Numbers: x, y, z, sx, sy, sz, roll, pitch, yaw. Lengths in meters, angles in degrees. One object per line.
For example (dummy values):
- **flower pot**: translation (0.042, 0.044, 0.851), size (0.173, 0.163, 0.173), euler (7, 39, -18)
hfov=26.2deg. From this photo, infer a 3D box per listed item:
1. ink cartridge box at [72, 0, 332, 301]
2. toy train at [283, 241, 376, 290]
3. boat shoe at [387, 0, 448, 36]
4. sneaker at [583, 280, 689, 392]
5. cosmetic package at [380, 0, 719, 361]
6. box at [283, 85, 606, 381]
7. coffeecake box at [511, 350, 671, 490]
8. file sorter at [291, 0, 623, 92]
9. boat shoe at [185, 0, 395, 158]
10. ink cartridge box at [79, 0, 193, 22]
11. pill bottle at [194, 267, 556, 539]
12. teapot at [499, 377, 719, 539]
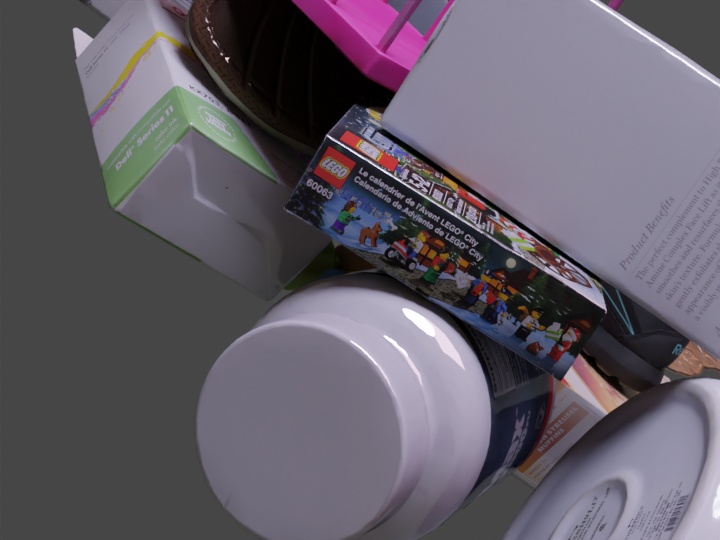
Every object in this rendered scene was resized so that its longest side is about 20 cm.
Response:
- **ink cartridge box**: translation (-0.092, -0.086, 0.879), size (0.117, 0.067, 0.200), euler (32, 21, -35)
- **toy train**: translation (0.000, 0.000, 0.904), size (0.115, 0.085, 0.200), euler (14, 26, -29)
- **boat shoe**: translation (0.033, -0.105, 0.992), size (0.068, 0.073, 0.200), euler (39, -22, 53)
- **sneaker**: translation (0.131, -0.013, 0.967), size (0.200, 0.079, 0.075), euler (40, 18, -10)
- **cosmetic package**: translation (0.120, -0.052, 0.692), size (0.200, 0.102, 0.074), euler (37, 14, 8)
- **box**: translation (0.044, -0.026, 0.722), size (0.136, 0.038, 0.200), euler (32, 14, -2)
- **coffeecake box**: translation (0.137, 0.087, 1.005), size (0.200, 0.073, 0.154), euler (36, 20, -26)
- **file sorter**: translation (0.028, -0.181, 0.812), size (0.139, 0.126, 0.200), euler (20, 22, -49)
- **boat shoe**: translation (-0.015, -0.086, 0.862), size (0.202, 0.075, 0.075), euler (34, -16, -14)
- **ink cartridge box**: translation (-0.136, -0.252, 1.032), size (0.200, 0.147, 0.145), euler (35, 19, -30)
- **pill bottle**: translation (0.009, 0.059, 0.687), size (0.120, 0.120, 0.200), euler (48, 18, 11)
- **teapot**: translation (0.152, 0.152, 0.674), size (0.146, 0.200, 0.198), euler (38, 17, -10)
